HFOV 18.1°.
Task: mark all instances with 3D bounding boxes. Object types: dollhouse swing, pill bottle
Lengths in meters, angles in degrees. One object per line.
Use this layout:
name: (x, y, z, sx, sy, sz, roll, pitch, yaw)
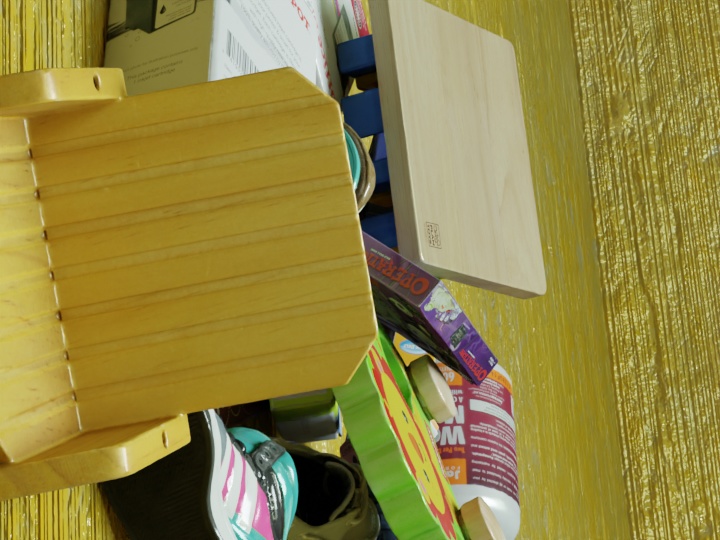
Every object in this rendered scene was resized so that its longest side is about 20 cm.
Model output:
dollhouse swing: (-0.099, -0.006, 1.135, 0.182, 0.174, 0.202, -21, 102, -77)
pill bottle: (0.081, 0.180, 1.935, 0.110, 0.109, 0.201, 63, 21, -53)

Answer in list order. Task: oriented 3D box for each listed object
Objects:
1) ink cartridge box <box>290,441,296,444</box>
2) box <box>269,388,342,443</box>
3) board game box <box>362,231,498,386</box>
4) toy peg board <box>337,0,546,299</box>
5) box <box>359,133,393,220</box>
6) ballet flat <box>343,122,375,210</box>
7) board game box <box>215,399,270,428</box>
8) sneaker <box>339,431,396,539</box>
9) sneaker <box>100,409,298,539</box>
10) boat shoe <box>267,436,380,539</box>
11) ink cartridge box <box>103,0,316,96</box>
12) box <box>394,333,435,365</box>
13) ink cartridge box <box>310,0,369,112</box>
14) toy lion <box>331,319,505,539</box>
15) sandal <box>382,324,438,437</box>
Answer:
ink cartridge box: (-0.044, 0.183, 1.549, 0.200, 0.039, 0.100, 52, 31, -63)
box: (-0.043, 0.047, 1.547, 0.200, 0.047, 0.123, 87, -6, -78)
board game box: (0.000, 0.000, 1.575, 0.199, 0.032, 0.120, 33, -16, 37)
toy peg board: (0.040, -0.081, 1.664, 0.199, 0.097, 0.202, 13, 66, -58)
box: (0.008, -0.030, 1.823, 0.201, 0.032, 0.122, -84, -171, -56)
ballet flat: (-0.036, -0.069, 1.512, 0.200, 0.068, 0.072, 33, -9, 49)
board game box: (-0.098, 0.051, 1.450, 0.200, 0.019, 0.104, -18, 100, -77)
sneaker: (0.007, 0.164, 1.580, 0.082, 0.070, 0.201, 60, 15, -26)
sneaker: (-0.090, 0.109, 1.296, 0.121, 0.083, 0.202, -74, 151, -65)
boat shoe: (-0.033, 0.149, 1.439, 0.200, 0.071, 0.071, 24, 54, -55)
ink cartridge box: (-0.091, -0.121, 1.424, 0.147, 0.085, 0.201, 55, 26, -46)
box: (0.035, 0.032, 1.870, 0.119, 0.041, 0.202, 113, -16, -63)
ink cartridge box: (-0.058, -0.192, 1.656, 0.200, 0.085, 0.149, -77, 154, -63)
toy lion: (0.023, 0.106, 1.458, 0.192, 0.068, 0.201, 57, 10, -48)
sandal: (0.015, 0.038, 1.694, 0.207, 0.059, 0.079, 53, -6, 29)
